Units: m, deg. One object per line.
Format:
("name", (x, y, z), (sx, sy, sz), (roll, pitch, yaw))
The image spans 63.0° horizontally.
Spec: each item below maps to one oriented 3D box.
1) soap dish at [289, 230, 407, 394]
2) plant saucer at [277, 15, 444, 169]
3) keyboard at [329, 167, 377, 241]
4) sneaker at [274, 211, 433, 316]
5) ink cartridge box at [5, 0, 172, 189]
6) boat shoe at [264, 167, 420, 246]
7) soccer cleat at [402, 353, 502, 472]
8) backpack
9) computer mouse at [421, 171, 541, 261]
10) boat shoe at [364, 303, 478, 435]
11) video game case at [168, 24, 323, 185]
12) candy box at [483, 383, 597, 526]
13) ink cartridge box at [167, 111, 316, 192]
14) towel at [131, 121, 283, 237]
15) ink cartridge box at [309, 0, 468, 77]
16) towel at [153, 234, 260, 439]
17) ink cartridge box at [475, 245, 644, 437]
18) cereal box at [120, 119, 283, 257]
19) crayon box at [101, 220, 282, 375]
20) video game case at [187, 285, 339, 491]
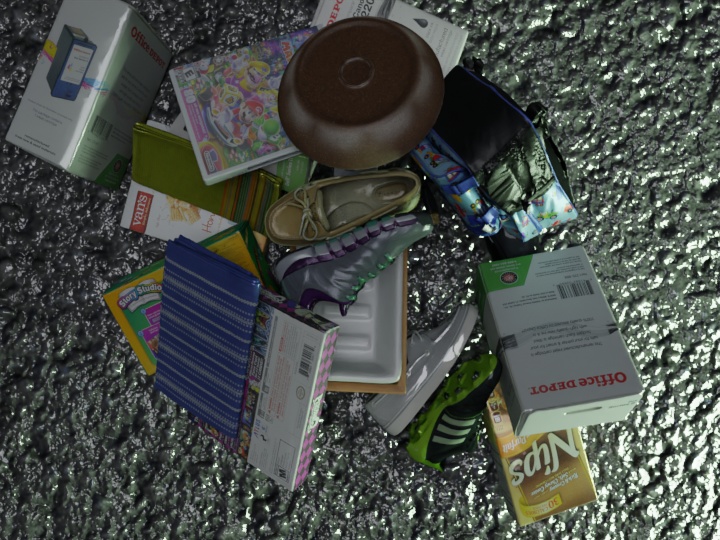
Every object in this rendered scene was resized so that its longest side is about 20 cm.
("soap dish", (-0.018, 0.051, 0.747), (0.151, 0.082, 0.207), (3, 72, -2))
("plant saucer", (-0.003, -0.212, 0.658), (0.193, 0.037, 0.207), (-2, 69, 6))
("keyboard", (-0.005, -0.134, 0.730), (0.054, 0.011, 0.208), (3, 90, 5))
("sneaker", (0.000, 0.000, 0.686), (0.194, 0.074, 0.090), (-19, 82, 9))
("ink cartridge box", (-0.328, -0.222, 0.735), (0.085, 0.145, 0.205), (24, 89, 1))
("boat shoe", (-0.024, -0.078, 0.694), (0.193, 0.063, 0.076), (-11, 89, 4))
("soccer cleat", (0.129, 0.182, 0.746), (0.080, 0.068, 0.202), (29, 125, -5))
("backpack", (0.159, -0.118, 0.694), (0.134, 0.184, 0.199), (-41, 131, 10))
("computer mouse", (0.163, -0.078, 0.792), (0.136, 0.046, 0.206), (-20, 89, -3))
("boat shoe", (0.079, 0.118, 0.781), (0.068, 0.072, 0.202), (36, 97, 0))
("video game case", (-0.112, -0.200, 0.696), (0.194, 0.018, 0.147), (-20, 79, -10))
("candy box", (0.228, 0.215, 0.783), (0.112, 0.055, 0.207), (-16, 88, -3))
("ink cartridge box", (-0.145, -0.188, 0.753), (0.194, 0.068, 0.120), (19, 52, -1))
("towel", (-0.195, -0.111, 0.738), (0.194, 0.018, 0.088), (21, 125, 0))
("ink cartridge box", (0.024, -0.273, 0.775), (0.194, 0.085, 0.150), (22, 89, 1))
("towel", (-0.181, 0.076, 0.687), (0.142, 0.024, 0.206), (23, 112, 26))
("ink cartridge box", (0.233, 0.085, 0.723), (0.141, 0.085, 0.205), (-8, 55, 0))
("cereal box", (-0.207, -0.100, 0.788), (0.193, 0.040, 0.149), (16, 89, -2))
("crayon box", (-0.209, 0.035, 0.750), (0.195, 0.058, 0.122), (-23, 107, 6))
("video game case", (-0.121, 0.123, 0.686), (0.177, 0.035, 0.207), (22, 111, 26))
